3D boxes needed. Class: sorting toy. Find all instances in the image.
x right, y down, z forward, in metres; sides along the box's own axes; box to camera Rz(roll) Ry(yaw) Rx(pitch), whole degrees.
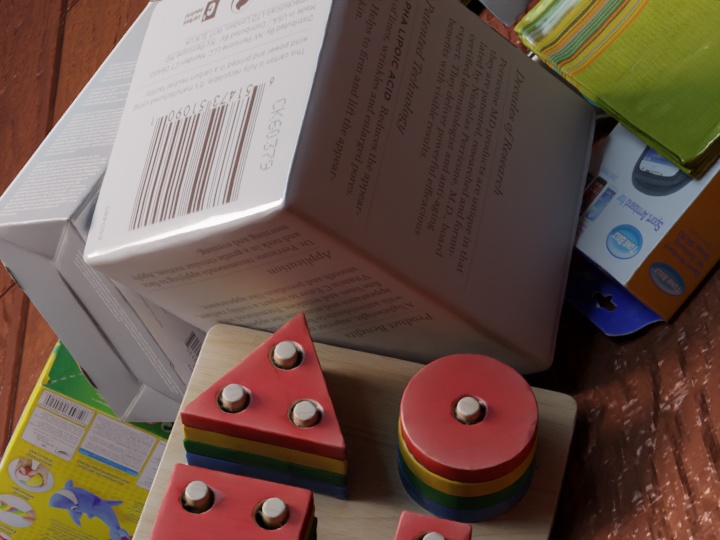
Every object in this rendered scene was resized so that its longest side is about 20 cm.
[{"bbox_3d":[-0.007,0.111,1.035,0.070,0.198,0.200,89,-165,-52],"label":"sorting toy"}]

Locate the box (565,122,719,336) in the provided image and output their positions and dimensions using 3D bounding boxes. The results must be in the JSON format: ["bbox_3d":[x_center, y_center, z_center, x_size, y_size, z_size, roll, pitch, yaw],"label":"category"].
[{"bbox_3d":[0.176,-0.060,1.131,0.200,0.041,0.119,-49,25,2],"label":"box"}]

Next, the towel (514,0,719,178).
[{"bbox_3d":[0.155,-0.123,1.150,0.086,0.018,0.200,-50,34,7],"label":"towel"}]

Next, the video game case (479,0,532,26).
[{"bbox_3d":[0.126,-0.272,1.403,0.181,0.045,0.200,-48,23,15],"label":"video game case"}]

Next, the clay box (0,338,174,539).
[{"bbox_3d":[-0.168,0.137,1.306,0.200,0.114,0.048,-57,12,43],"label":"clay box"}]

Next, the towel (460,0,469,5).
[{"bbox_3d":[0.043,-0.180,1.528,0.200,0.018,0.086,-47,22,13],"label":"towel"}]

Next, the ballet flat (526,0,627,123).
[{"bbox_3d":[0.130,-0.116,1.261,0.199,0.068,0.064,-29,3,36],"label":"ballet flat"}]

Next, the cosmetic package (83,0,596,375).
[{"bbox_3d":[-0.007,-0.047,1.131,0.164,0.200,0.166,-12,56,44],"label":"cosmetic package"}]

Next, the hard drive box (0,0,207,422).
[{"bbox_3d":[-0.103,-0.038,1.218,0.076,0.156,0.200,-3,41,38],"label":"hard drive box"}]
